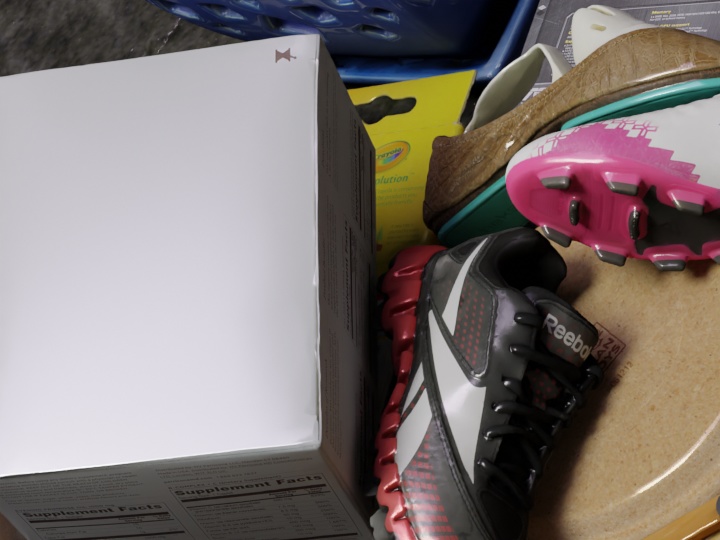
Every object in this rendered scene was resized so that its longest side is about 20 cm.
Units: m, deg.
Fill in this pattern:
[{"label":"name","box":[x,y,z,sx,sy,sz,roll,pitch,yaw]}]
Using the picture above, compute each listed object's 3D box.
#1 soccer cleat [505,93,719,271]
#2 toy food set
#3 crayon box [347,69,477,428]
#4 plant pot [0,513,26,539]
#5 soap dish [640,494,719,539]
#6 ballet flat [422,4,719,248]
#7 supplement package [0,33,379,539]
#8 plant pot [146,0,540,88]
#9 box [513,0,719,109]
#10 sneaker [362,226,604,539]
[{"label":"soccer cleat","box":[0.165,-0.048,1.071,0.200,0.070,0.086,3,55,13]},{"label":"toy food set","box":[0.118,0.049,1.120,0.198,0.049,0.200,17,73,47]},{"label":"crayon box","box":[0.000,0.000,1.262,0.127,0.051,0.200,-4,60,41]},{"label":"plant pot","box":[-0.246,0.119,1.310,0.200,0.200,0.198,-35,51,18]},{"label":"soap dish","box":[0.123,0.184,0.991,0.200,0.081,0.157,-33,44,20]},{"label":"ballet flat","box":[0.100,-0.078,1.152,0.200,0.068,0.072,-32,59,43]},{"label":"supplement package","box":[-0.079,0.015,1.106,0.156,0.111,0.200,-7,62,12]},{"label":"plant pot","box":[0.005,-0.203,1.307,0.200,0.180,0.200,6,67,45]},{"label":"box","box":[0.176,-0.129,1.195,0.200,0.048,0.159,0,61,42]},{"label":"sneaker","box":[0.056,0.060,1.073,0.098,0.071,0.201,-25,43,29]}]
